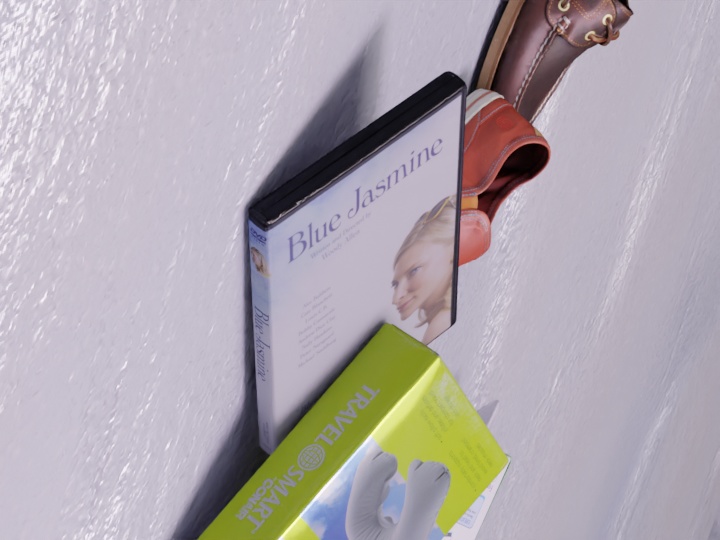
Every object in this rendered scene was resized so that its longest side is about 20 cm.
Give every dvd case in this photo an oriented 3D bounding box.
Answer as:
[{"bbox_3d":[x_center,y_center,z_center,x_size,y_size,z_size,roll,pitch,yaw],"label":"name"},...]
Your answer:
[{"bbox_3d":[0.000,0.000,1.386,0.143,0.018,0.200,-36,148,-26],"label":"dvd case"}]

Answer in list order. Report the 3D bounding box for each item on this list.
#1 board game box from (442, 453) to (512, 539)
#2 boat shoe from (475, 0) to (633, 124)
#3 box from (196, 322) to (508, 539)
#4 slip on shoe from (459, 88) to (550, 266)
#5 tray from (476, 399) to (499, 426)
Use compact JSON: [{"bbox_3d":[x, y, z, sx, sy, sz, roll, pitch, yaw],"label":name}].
[{"bbox_3d":[-0.007,0.173,1.543,0.153,0.040,0.200,30,83,-46],"label":"board game box"},{"bbox_3d":[0.133,-0.170,1.576,0.200,0.070,0.070,-67,165,6],"label":"boat shoe"},{"bbox_3d":[-0.015,0.139,1.434,0.200,0.048,0.122,-48,141,-11],"label":"box"},{"bbox_3d":[0.043,-0.026,1.497,0.200,0.061,0.074,-49,160,-33],"label":"slip on shoe"},{"bbox_3d":[0.039,0.185,1.816,0.200,0.022,0.107,-63,180,-28],"label":"tray"}]
